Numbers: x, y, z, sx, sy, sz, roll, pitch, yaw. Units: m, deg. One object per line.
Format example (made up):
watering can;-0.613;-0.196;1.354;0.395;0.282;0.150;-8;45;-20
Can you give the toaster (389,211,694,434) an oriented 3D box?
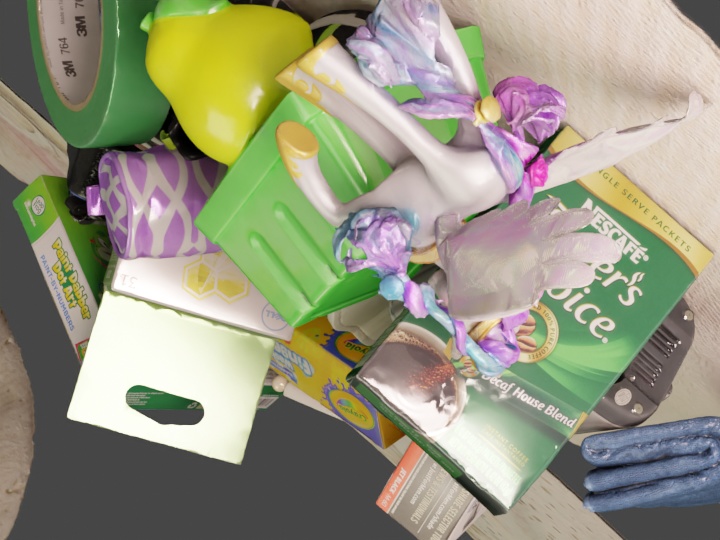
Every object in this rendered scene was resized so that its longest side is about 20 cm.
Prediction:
toaster;0.106;0.025;1.222;0.200;0.114;0.129;40;151;-14

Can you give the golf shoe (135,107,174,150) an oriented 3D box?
golf shoe;-0.077;-0.095;1.393;0.199;0.073;0.092;9;-173;-19

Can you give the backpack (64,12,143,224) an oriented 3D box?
backpack;-0.129;-0.106;1.516;0.199;0.135;0.183;14;-156;-16

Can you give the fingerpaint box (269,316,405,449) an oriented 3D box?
fingerpaint box;0.011;0.030;1.499;0.200;0.167;0.074;32;144;42

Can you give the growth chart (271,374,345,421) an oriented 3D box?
growth chart;0.023;0.058;1.537;0.144;0.200;0.018;12;132;26

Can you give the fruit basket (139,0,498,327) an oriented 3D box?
fruit basket;-0.031;-0.090;1.123;0.215;0.155;0.217;36;137;43

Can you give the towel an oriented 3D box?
towel;0.219;0.129;1.242;0.200;0.111;0.049;17;-118;-65

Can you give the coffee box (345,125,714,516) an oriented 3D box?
coffee box;0.099;0.027;1.102;0.123;0.200;0.044;42;167;-1

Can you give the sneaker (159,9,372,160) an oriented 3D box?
sneaker;-0.049;-0.107;1.234;0.199;0.083;0.072;-12;125;41

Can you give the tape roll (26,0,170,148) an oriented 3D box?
tape roll;-0.181;-0.186;1.311;0.200;0.048;0.202;26;119;60

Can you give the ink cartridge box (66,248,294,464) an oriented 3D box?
ink cartridge box;-0.122;0.032;1.409;0.145;0.201;0.048;17;174;-16

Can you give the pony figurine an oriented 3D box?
pony figurine;0.055;-0.046;0.945;0.200;0.167;0.193;52;140;-6

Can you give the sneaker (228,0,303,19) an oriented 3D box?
sneaker;-0.081;-0.165;1.371;0.081;0.074;0.200;24;-176;-44

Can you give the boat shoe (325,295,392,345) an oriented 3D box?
boat shoe;-0.002;0.002;1.308;0.060;0.072;0.202;52;178;14

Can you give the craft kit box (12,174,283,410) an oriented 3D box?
craft kit box;-0.168;0.021;1.549;0.200;0.048;0.198;5;-131;-53

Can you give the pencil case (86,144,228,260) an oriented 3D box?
pencil case;-0.085;-0.056;1.327;0.085;0.199;0.084;-143;51;-61

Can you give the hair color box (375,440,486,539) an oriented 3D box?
hair color box;0.103;0.107;1.364;0.064;0.200;0.111;37;126;13
